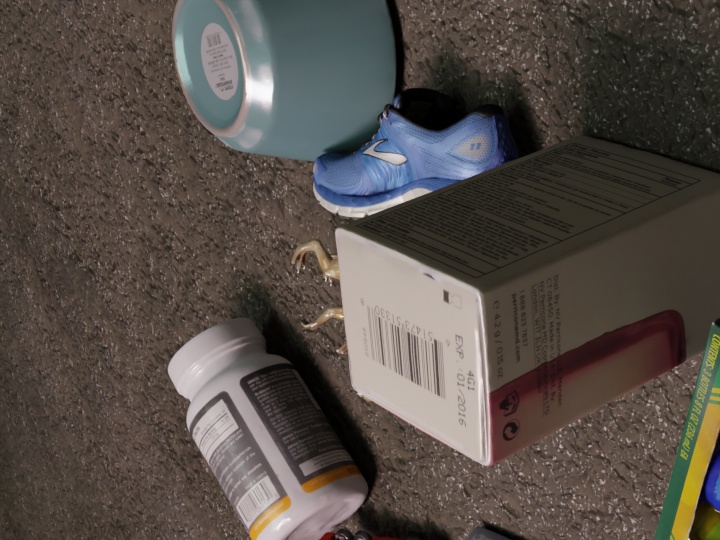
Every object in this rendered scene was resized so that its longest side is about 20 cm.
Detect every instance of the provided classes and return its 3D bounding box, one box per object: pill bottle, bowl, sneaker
[{"bbox_3d":[-0.089,0.150,1.252,0.200,0.116,0.116,57,147,21],"label":"pill bottle"},{"bbox_3d":[-0.072,-0.169,1.042,0.201,0.105,0.201,33,132,48],"label":"bowl"},{"bbox_3d":[0.039,-0.084,0.970,0.200,0.078,0.089,0,100,48],"label":"sneaker"}]

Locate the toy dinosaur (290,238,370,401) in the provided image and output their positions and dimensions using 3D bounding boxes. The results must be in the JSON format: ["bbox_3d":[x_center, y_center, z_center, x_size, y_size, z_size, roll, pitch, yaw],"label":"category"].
[{"bbox_3d":[0.000,0.000,1.104,0.101,0.058,0.201,4,100,38],"label":"toy dinosaur"}]

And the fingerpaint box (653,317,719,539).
[{"bbox_3d":[0.256,0.138,0.755,0.167,0.073,0.200,40,139,38],"label":"fingerpaint box"}]

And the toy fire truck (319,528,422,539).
[{"bbox_3d":[0.016,0.300,1.226,0.200,0.049,0.141,-6,121,46],"label":"toy fire truck"}]

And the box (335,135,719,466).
[{"bbox_3d":[0.103,0.009,0.792,0.128,0.200,0.109,25,128,49],"label":"box"}]

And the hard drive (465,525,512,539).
[{"bbox_3d":[0.147,0.289,1.040,0.200,0.042,0.135,21,125,50],"label":"hard drive"}]
